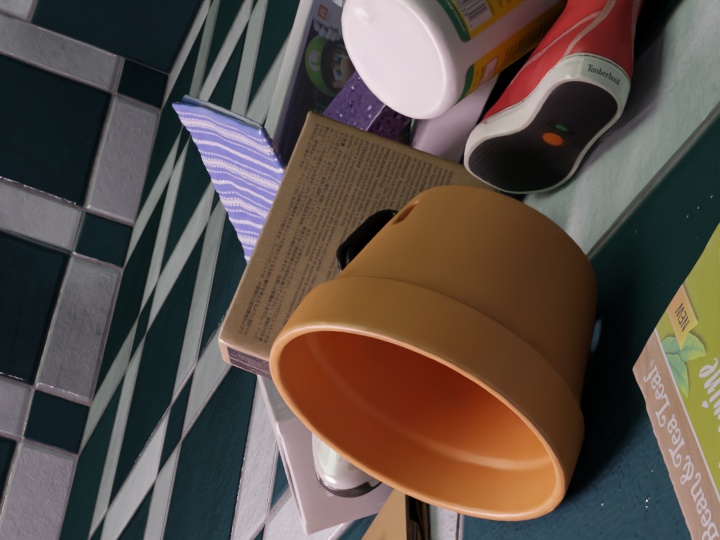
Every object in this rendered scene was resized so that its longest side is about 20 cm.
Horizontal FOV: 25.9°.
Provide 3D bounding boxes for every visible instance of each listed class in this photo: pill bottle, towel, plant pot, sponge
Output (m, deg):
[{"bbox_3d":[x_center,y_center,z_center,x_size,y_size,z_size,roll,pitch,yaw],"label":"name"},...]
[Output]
[{"bbox_3d":[0.090,-0.205,1.153,0.200,0.113,0.113,-38,-3,-30],"label":"pill bottle"},{"bbox_3d":[-0.086,-0.052,1.349,0.024,0.201,0.144,-38,34,-21],"label":"towel"},{"bbox_3d":[0.062,0.043,0.981,0.141,0.199,0.200,-60,8,-27],"label":"plant pot"},{"bbox_3d":[0.013,-0.142,1.322,0.200,0.030,0.112,-51,24,24],"label":"sponge"}]

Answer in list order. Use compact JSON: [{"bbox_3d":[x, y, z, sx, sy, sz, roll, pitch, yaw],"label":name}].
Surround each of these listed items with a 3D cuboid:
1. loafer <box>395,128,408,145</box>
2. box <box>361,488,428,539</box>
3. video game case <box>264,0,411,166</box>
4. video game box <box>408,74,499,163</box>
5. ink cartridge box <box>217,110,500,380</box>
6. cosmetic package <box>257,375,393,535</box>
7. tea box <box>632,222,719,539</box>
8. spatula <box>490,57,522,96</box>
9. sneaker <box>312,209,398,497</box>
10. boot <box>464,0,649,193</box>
[{"bbox_3d":[0.009,-0.036,1.394,0.070,0.069,0.202,-76,-13,-74],"label":"loafer"},{"bbox_3d":[0.002,0.279,1.199,0.164,0.021,0.201,-91,24,-52],"label":"box"},{"bbox_3d":[-0.011,-0.130,1.462,0.023,0.181,0.202,-1,69,46],"label":"video game case"},{"bbox_3d":[0.095,-0.203,1.359,0.183,0.046,0.201,-87,16,-52],"label":"video game box"},{"bbox_3d":[0.000,0.000,1.216,0.075,0.164,0.201,99,-168,-72],"label":"ink cartridge box"},{"bbox_3d":[-0.034,0.127,1.328,0.200,0.089,0.108,-131,25,-72],"label":"cosmetic package"},{"bbox_3d":[0.209,0.035,0.519,0.201,0.133,0.198,-97,29,-59],"label":"tea box"},{"bbox_3d":[0.147,-0.223,1.279,0.057,0.020,0.201,-80,11,-54],"label":"spatula"},{"bbox_3d":[-0.003,0.050,1.095,0.115,0.075,0.202,55,-134,-62],"label":"sneaker"},{"bbox_3d":[0.146,-0.147,1.123,0.200,0.072,0.145,-42,25,61],"label":"boot"}]
